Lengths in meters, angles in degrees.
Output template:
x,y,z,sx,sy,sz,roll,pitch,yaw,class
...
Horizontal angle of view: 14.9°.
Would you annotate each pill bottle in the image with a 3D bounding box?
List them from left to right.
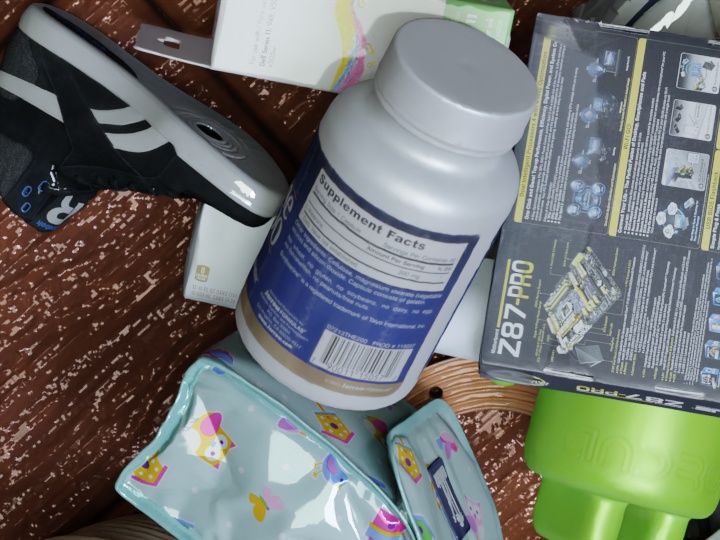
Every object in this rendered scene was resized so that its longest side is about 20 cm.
x,y,z,sx,sy,sz,roll,pitch,yaw,class
0.017,-0.031,1.464,0.111,0.111,0.200,22,124,-7,pill bottle

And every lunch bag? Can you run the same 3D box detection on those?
x,y,z,sx,sy,sz,roll,pitch,yaw,class
-0.014,0.123,1.552,0.200,0.170,0.122,33,104,7,lunch bag

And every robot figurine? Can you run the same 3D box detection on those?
x,y,z,sx,sy,sz,roll,pitch,yaw,class
0.162,0.064,1.555,0.175,0.116,0.200,14,91,-25,robot figurine

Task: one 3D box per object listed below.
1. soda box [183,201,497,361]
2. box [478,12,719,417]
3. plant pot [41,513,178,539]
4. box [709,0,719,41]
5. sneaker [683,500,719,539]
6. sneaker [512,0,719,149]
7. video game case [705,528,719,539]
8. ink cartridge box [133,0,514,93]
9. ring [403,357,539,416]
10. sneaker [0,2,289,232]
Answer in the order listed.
x,y,z,sx,sy,sz,roll,pitch,yaw,class
0.000,0.000,1.595,0.200,0.068,0.064,12,103,-5,soda box
0.157,-0.028,1.484,0.161,0.049,0.200,9,78,3,box
-0.107,0.206,1.608,0.201,0.093,0.201,19,142,16,plant pot
0.296,-0.179,1.530,0.200,0.082,0.068,-16,102,-18,box
0.231,0.134,1.623,0.099,0.071,0.200,26,106,-30,sneaker
0.155,-0.118,1.575,0.200,0.076,0.081,-42,111,9,sneaker
0.205,0.230,1.619,0.143,0.017,0.200,-39,141,10,video game case
-0.022,-0.141,1.536,0.200,0.117,0.067,10,102,-5,ink cartridge box
0.079,0.145,1.659,0.200,0.019,0.201,-1,103,-3,ring
-0.135,-0.054,1.552,0.200,0.073,0.112,38,106,25,sneaker
